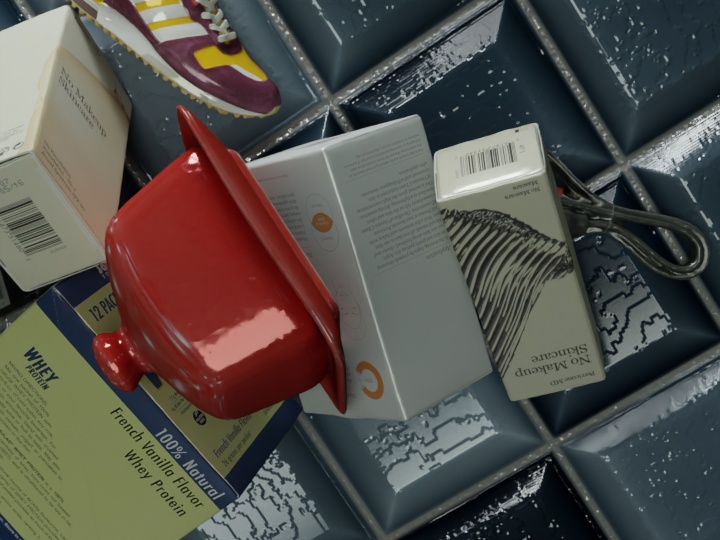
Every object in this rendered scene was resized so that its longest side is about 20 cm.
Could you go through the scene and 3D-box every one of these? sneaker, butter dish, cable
[{"bbox_3d":[-0.133,-0.197,0.861,0.200,0.075,0.090,35,108,-2],"label":"sneaker"},{"bbox_3d":[-0.108,0.027,0.754,0.148,0.200,0.200,-31,76,-9],"label":"butter dish"},{"bbox_3d":[0.173,-0.045,0.888,0.199,0.050,0.097,6,91,-8],"label":"cable"}]

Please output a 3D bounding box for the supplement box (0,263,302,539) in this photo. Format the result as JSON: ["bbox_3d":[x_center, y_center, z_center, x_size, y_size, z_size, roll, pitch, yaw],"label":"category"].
[{"bbox_3d":[-0.196,0.115,0.877,0.200,0.134,0.200,-39,96,26],"label":"supplement box"}]

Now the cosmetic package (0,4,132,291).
[{"bbox_3d":[-0.225,-0.093,0.816,0.073,0.200,0.104,-19,130,11],"label":"cosmetic package"}]

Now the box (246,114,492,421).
[{"bbox_3d":[0.000,0.000,0.847,0.124,0.097,0.200,-4,106,52],"label":"box"}]

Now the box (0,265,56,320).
[{"bbox_3d":[-0.313,-0.022,0.850,0.114,0.200,0.132,-13,99,10],"label":"box"}]

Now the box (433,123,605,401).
[{"bbox_3d":[0.119,-0.002,0.835,0.082,0.068,0.200,-16,125,13],"label":"box"}]
